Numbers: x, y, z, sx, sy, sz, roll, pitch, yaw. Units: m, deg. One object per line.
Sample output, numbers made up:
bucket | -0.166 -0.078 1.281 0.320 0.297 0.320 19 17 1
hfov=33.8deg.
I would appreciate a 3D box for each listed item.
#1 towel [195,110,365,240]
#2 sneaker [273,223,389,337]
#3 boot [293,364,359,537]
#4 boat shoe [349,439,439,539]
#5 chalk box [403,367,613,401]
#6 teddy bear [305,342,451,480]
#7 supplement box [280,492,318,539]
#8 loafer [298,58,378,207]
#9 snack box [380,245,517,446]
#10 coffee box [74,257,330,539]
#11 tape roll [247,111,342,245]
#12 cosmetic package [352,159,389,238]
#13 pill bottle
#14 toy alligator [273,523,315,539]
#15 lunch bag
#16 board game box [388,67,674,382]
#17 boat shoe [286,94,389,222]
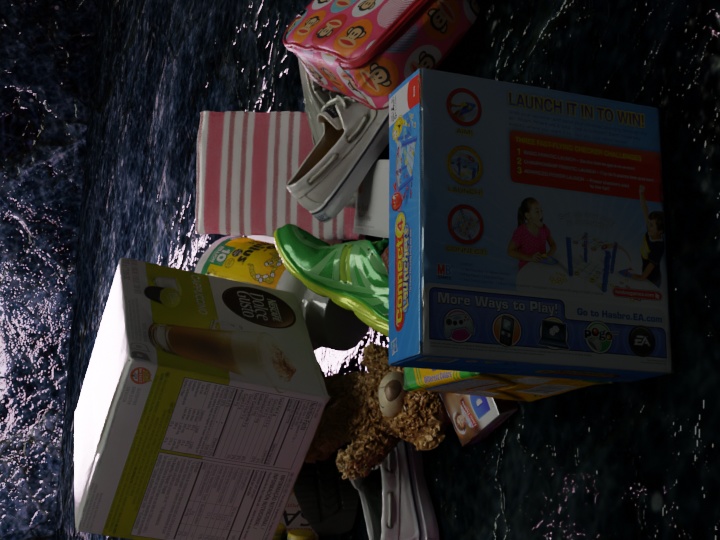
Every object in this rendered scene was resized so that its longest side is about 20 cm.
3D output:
towel | -0.089 -0.108 1.357 0.030 0.198 0.148 84 -172 -81
sneaker | 0.000 0.000 1.204 0.199 0.074 0.084 30 97 23
boot | -0.043 0.189 1.351 0.138 0.077 0.202 -70 -29 -88
boat shoe | 0.022 0.195 1.171 0.201 0.066 0.074 -111 36 -47
chalk box | 0.113 -0.007 0.936 0.124 0.123 0.202 152 121 -62
teddy bear | 0.004 0.132 1.152 0.145 0.067 0.200 -50 25 -19
supplement box | -0.116 0.260 1.399 0.074 0.125 0.202 140 131 -65
loafer | -0.031 -0.166 1.312 0.070 0.070 0.202 -23 80 60
snack box | 0.077 0.052 1.071 0.072 0.024 0.201 -52 55 50
coffee box | -0.166 0.134 1.183 0.200 0.196 0.201 -113 40 -59
tape roll | -0.078 -0.093 1.474 0.202 0.070 0.204 -173 90 -67
cosmetic package | 0.053 -0.069 1.186 0.200 0.050 0.083 -169 86 -67
pill bottle | -0.087 0.029 1.342 0.199 0.112 0.114 13 97 39
toy alligator | -0.053 0.315 1.296 0.199 0.054 0.060 7 95 31
lunch bag | 0.028 -0.256 1.195 0.176 0.082 0.200 -46 32 -8
board game box | 0.119 -0.027 0.835 0.056 0.199 0.197 151 122 -64
boat shoe | -0.011 -0.150 1.239 0.201 0.070 0.071 -57 22 -12
